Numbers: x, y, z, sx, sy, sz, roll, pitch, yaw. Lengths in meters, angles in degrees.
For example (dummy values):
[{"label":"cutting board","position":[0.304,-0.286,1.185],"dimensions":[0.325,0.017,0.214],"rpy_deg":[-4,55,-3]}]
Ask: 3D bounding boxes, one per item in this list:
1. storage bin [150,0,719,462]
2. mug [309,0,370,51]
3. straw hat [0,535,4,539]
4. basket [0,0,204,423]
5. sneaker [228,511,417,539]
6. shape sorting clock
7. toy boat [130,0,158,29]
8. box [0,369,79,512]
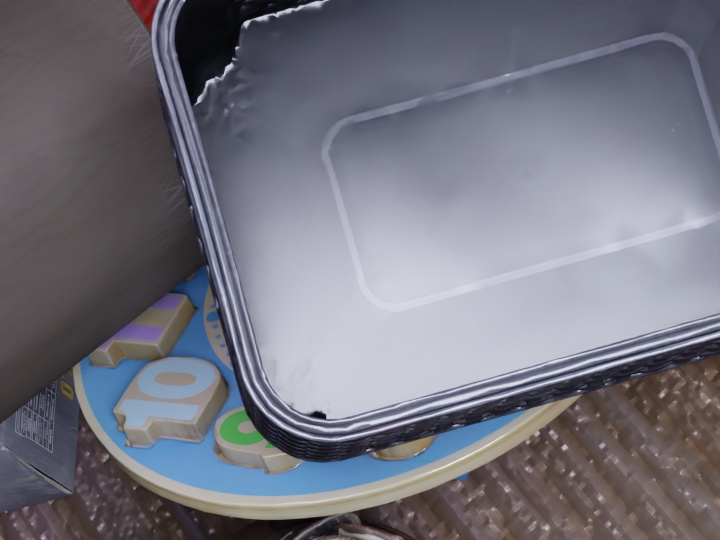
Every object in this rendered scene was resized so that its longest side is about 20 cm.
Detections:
[{"label":"storage bin","position":[0.051,-0.035,0.766],"dimensions":[0.200,0.094,0.135],"rpy_deg":[-16,84,-3]},{"label":"mug","position":[0.035,-0.141,0.892],"dimensions":[0.185,0.152,0.114],"rpy_deg":[-35,24,-18]},{"label":"straw hat","position":[-0.158,0.127,0.946],"dimensions":[0.201,0.085,0.201],"rpy_deg":[10,108,32]},{"label":"basket","position":[-0.155,-0.010,0.835],"dimensions":[0.200,0.136,0.180],"rpy_deg":[-29,81,-20]},{"label":"sneaker","position":[0.000,0.098,0.822],"dimensions":[0.070,0.076,0.200],"rpy_deg":[-41,27,-14]},{"label":"shape sorting clock","position":[0.000,0.000,0.877],"dimensions":[0.200,0.039,0.200],"rpy_deg":[-17,38,14]},{"label":"toy boat","position":[-0.114,-0.094,0.962],"dimensions":[0.130,0.131,0.200],"rpy_deg":[21,71,35]},{"label":"box","position":[-0.182,0.004,1.062],"dimensions":[0.158,0.048,0.200],"rpy_deg":[-14,59,24]}]
